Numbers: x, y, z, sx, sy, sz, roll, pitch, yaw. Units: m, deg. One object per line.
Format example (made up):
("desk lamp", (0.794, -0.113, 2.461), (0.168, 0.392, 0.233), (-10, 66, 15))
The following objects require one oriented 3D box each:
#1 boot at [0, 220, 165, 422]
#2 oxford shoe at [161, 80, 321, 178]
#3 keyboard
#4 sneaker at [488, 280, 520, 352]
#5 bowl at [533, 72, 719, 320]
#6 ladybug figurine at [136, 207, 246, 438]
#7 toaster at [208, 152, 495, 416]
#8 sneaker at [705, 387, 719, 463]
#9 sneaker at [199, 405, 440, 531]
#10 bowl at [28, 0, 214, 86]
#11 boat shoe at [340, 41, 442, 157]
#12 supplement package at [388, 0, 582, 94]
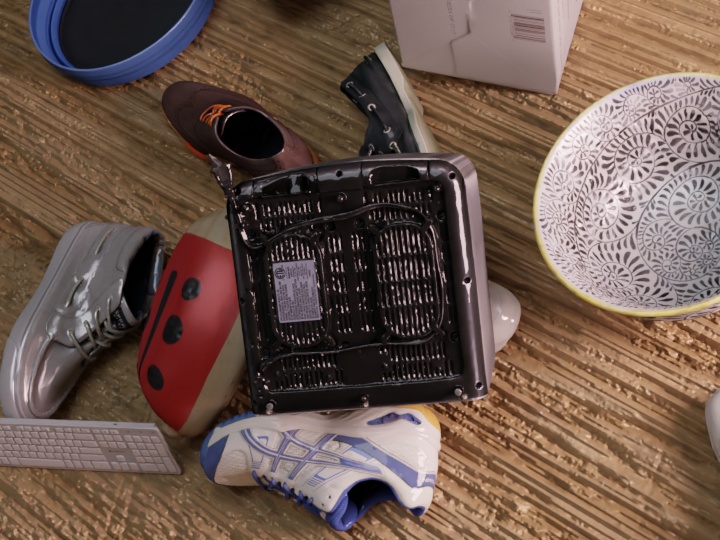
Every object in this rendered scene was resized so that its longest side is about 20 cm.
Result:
("boot", (-0.234, 0.044, 1.382), (0.095, 0.074, 0.202), (0, 61, 32))
("oxford shoe", (-0.114, -0.131, 1.430), (0.199, 0.073, 0.071), (30, 78, 35))
("keyboard", (-0.243, 0.146, 1.341), (0.198, 0.057, 0.011), (0, 38, 25))
("sneaker", (0.029, 0.020, 1.274), (0.198, 0.081, 0.077), (8, 64, 27))
("bowl", (0.236, -0.037, 1.192), (0.199, 0.094, 0.203), (-11, 59, 19))
("ladybug figurine", (-0.128, 0.037, 1.305), (0.135, 0.071, 0.202), (4, 75, 66))
("toaster", (0.000, 0.000, 1.183), (0.179, 0.119, 0.202), (-6, 98, 11))
("sneaker", (0.295, 0.140, 1.079), (0.073, 0.085, 0.201), (-35, 52, 4))
("sneaker", (-0.036, 0.154, 1.229), (0.198, 0.075, 0.089), (-10, 62, 22))
("bowl", (-0.232, -0.269, 1.586), (0.199, 0.039, 0.202), (-11, 58, 18))
("boat shoe", (0.027, -0.108, 1.353), (0.066, 0.075, 0.200), (-28, 54, 10))
("supplement package", (0.116, -0.290, 1.329), (0.146, 0.192, 0.202), (12, 67, 14))
